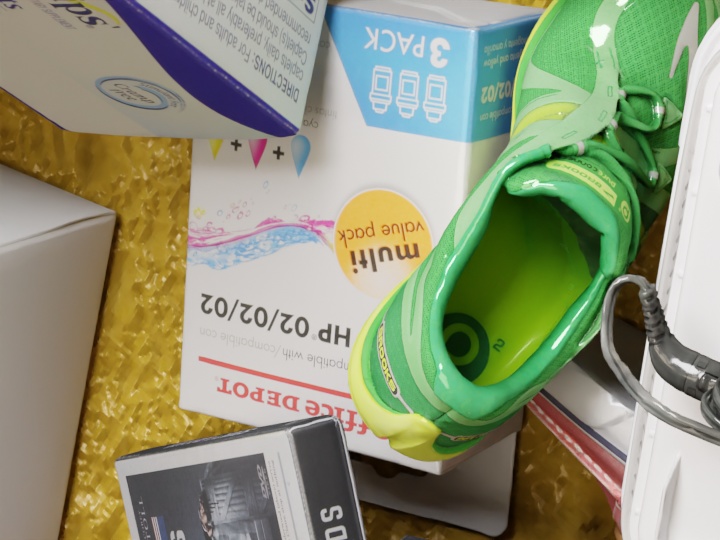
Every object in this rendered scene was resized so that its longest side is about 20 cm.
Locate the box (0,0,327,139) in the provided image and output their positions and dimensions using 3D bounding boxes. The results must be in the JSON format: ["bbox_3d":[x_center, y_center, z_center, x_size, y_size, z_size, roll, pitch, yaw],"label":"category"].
[{"bbox_3d":[-0.084,-0.168,0.766,0.104,0.184,0.201,2,72,29],"label":"box"}]

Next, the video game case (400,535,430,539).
[{"bbox_3d":[0.097,0.197,0.804,0.199,0.025,0.182,10,109,22],"label":"video game case"}]

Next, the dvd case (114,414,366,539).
[{"bbox_3d":[-0.038,0.135,0.870,0.200,0.025,0.151,-18,84,66],"label":"dvd case"}]

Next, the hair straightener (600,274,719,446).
[{"bbox_3d":[0.148,0.053,0.645,0.199,0.077,0.041,32,101,23],"label":"hair straightener"}]

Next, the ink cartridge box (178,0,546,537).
[{"bbox_3d":[0.000,0.000,0.862,0.114,0.068,0.201,12,107,28],"label":"ink cartridge box"}]

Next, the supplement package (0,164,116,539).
[{"bbox_3d":[-0.193,0.059,0.957,0.121,0.120,0.201,22,112,25],"label":"supplement package"}]

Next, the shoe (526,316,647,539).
[{"bbox_3d":[0.111,0.098,0.819,0.200,0.071,0.091,38,114,13],"label":"shoe"}]

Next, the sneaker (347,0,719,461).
[{"bbox_3d":[0.072,-0.024,0.766,0.074,0.201,0.084,34,164,-14],"label":"sneaker"}]

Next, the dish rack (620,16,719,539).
[{"bbox_3d":[0.159,0.029,0.701,0.171,0.043,0.201,16,109,25],"label":"dish rack"}]
